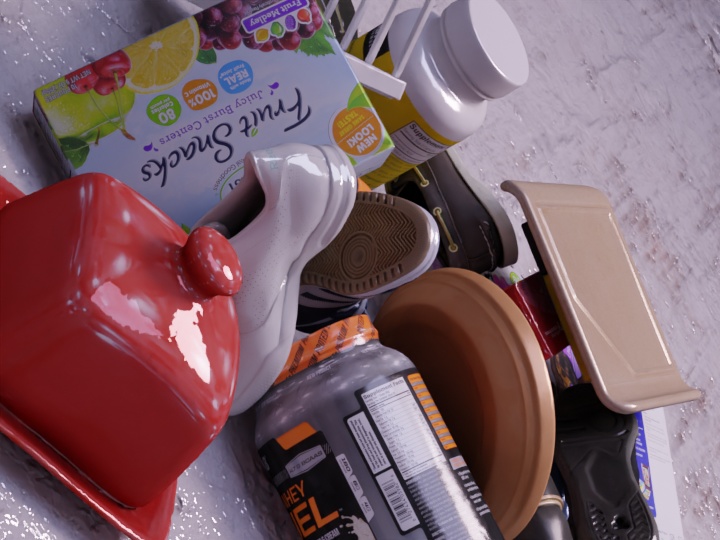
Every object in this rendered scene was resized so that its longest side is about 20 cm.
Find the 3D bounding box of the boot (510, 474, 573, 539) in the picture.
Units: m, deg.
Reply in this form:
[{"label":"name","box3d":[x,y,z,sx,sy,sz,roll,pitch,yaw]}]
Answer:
[{"label":"boot","box3d":[0.135,0.248,1.611,0.200,0.077,0.139,68,0,-63]}]

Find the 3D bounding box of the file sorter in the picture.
[{"label":"file sorter","box3d":[-0.044,-0.229,1.672,0.138,0.125,0.200,22,6,-31]}]

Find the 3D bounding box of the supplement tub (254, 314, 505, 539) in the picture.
[{"label":"supplement tub","box3d":[0.008,0.139,1.490,0.201,0.122,0.122,62,24,10]}]

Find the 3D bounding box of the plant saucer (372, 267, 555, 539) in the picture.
[{"label":"plant saucer","box3d":[0.057,0.100,1.564,0.037,0.200,0.201,-4,63,-38]}]

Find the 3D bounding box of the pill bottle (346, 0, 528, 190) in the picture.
[{"label":"pill bottle","box3d":[0.030,-0.137,1.759,0.111,0.199,0.112,41,34,-36]}]

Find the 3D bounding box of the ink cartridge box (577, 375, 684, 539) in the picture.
[{"label":"ink cartridge box","box3d":[0.221,0.149,1.823,0.099,0.039,0.202,25,55,-56]}]

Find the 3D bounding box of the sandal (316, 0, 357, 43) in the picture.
[{"label":"sandal","box3d":[-0.034,-0.182,1.888,0.080,0.057,0.203,1,75,-69]}]

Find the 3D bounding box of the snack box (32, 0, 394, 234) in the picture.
[{"label":"snack box","box3d":[-0.098,-0.094,1.482,0.143,0.199,0.053,61,-15,5]}]

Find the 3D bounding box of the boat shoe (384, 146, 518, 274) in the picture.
[{"label":"boat shoe","box3d":[0.055,-0.066,1.816,0.201,0.060,0.072,52,-22,43]}]

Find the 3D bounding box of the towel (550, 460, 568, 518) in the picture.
[{"label":"towel","box3d":[0.094,0.156,1.720,0.200,0.048,0.112,43,47,-34]}]

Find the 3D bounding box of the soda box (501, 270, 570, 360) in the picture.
[{"label":"soda box","box3d":[0.139,0.036,1.759,0.064,0.070,0.200,63,24,2]}]

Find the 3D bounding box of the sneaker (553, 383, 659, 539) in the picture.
[{"label":"sneaker","box3d":[0.184,0.183,1.731,0.200,0.075,0.115,-102,-171,-48]}]

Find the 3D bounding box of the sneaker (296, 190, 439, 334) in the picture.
[{"label":"sneaker","box3d":[0.000,0.000,1.536,0.108,0.199,0.071,18,67,-44]}]

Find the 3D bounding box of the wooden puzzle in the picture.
[{"label":"wooden puzzle","box3d":[0.184,0.021,1.743,0.185,0.037,0.201,-1,63,-64]}]

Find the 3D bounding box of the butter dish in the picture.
[{"label":"butter dish","box3d":[-0.133,0.025,1.312,0.200,0.147,0.200,45,27,-29]}]

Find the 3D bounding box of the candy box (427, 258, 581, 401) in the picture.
[{"label":"candy box","box3d":[0.120,0.082,1.845,0.200,0.071,0.169,43,29,-33]}]

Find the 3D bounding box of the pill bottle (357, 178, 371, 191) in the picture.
[{"label":"pill bottle","box3d":[-0.075,-0.084,1.614,0.200,0.106,0.107,40,30,-39]}]

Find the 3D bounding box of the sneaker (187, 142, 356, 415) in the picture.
[{"label":"sneaker","box3d":[-0.081,0.003,1.429,0.088,0.201,0.075,4,31,-38]}]
